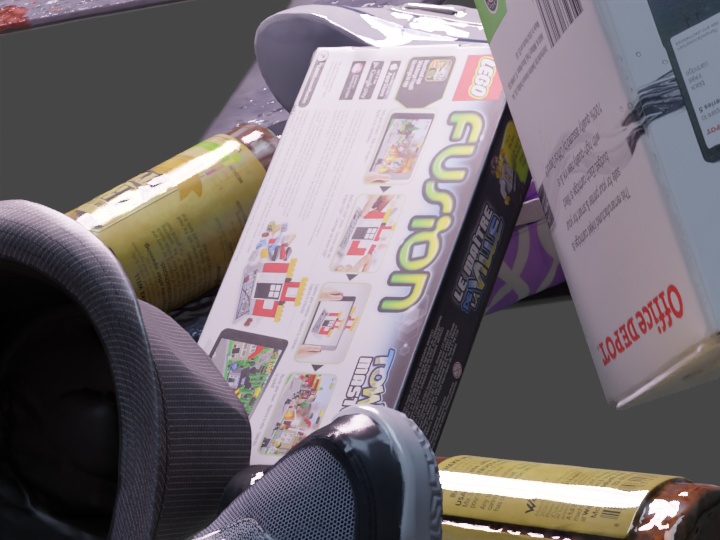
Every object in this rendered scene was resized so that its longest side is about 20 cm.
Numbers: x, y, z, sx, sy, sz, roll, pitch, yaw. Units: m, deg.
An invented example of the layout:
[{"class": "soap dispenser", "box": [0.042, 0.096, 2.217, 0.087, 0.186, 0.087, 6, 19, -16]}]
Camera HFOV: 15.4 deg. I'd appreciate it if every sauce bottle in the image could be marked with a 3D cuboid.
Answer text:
[{"class": "sauce bottle", "box": [-0.115, -0.002, 1.225, 0.199, 0.065, 0.065, -30, 27, -29]}, {"class": "sauce bottle", "box": [0.038, 0.094, 0.913, 0.199, 0.066, 0.066, 6, 32, 39]}]

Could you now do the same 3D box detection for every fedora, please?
[{"class": "fedora", "box": [-0.109, 0.064, 1.003, 0.199, 0.178, 0.090, -1, -2, 44]}]

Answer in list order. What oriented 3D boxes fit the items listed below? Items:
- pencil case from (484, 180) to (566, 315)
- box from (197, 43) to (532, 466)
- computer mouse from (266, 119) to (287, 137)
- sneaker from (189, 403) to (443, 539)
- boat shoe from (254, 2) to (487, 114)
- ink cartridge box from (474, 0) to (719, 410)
[{"class": "pencil case", "box": [0.104, -0.047, 1.153, 0.199, 0.084, 0.085, -26, -4, -19]}, {"class": "box", "box": [0.000, 0.000, 1.066, 0.110, 0.035, 0.201, 2, 59, 36]}, {"class": "computer mouse", "box": [-0.094, -0.037, 1.327, 0.199, 0.034, 0.059, -21, 25, -9]}, {"class": "sneaker", "box": [-0.064, 0.115, 0.774, 0.200, 0.114, 0.076, -52, 50, 13]}, {"class": "boat shoe", "box": [0.035, -0.100, 1.351, 0.199, 0.074, 0.065, 18, 35, 37]}, {"class": "ink cartridge box", "box": [0.114, -0.064, 0.987, 0.084, 0.201, 0.146, -16, -9, -12]}]
